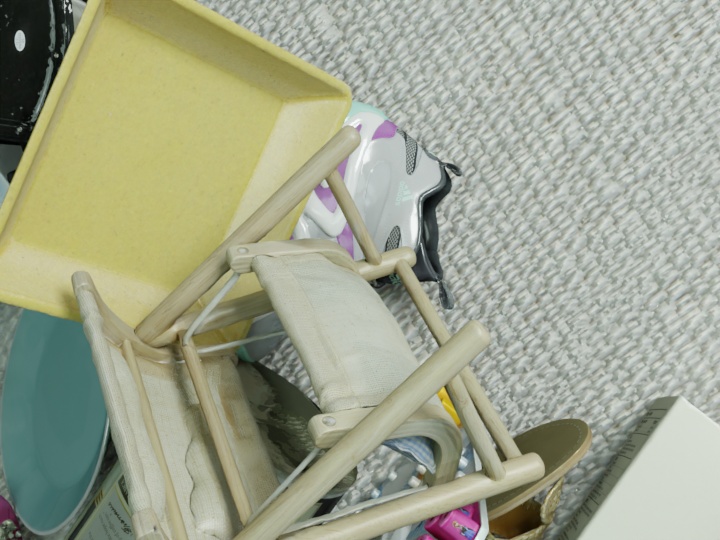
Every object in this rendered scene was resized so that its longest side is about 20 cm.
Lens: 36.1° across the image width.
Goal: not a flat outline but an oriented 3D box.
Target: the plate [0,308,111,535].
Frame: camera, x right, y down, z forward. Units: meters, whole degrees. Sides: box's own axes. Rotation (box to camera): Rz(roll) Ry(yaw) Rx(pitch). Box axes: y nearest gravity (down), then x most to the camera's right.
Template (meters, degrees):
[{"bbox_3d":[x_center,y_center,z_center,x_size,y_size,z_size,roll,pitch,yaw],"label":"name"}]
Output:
[{"bbox_3d":[-0.221,0.094,0.826,0.199,0.025,0.204,-14,72,50],"label":"plate"}]

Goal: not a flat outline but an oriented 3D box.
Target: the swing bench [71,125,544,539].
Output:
[{"bbox_3d":[-0.038,0.058,0.614,0.198,0.131,0.200,-29,44,0],"label":"swing bench"}]

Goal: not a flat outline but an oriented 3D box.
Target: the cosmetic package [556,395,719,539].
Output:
[{"bbox_3d":[0.161,0.180,0.685,0.073,0.104,0.201,37,90,11],"label":"cosmetic package"}]

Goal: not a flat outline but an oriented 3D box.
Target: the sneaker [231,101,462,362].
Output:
[{"bbox_3d":[0.000,0.000,0.764,0.139,0.078,0.202,31,102,15],"label":"sneaker"}]

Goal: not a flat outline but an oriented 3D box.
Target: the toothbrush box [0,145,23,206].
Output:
[{"bbox_3d":[-0.334,-0.043,0.860,0.199,0.085,0.147,-41,81,19],"label":"toothbrush box"}]

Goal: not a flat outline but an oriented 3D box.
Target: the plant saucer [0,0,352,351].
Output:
[{"bbox_3d":[-0.123,-0.062,0.685,0.048,0.198,0.202,32,99,46],"label":"plant saucer"}]

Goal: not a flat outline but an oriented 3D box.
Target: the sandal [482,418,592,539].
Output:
[{"bbox_3d":[0.088,0.180,0.759,0.210,0.078,0.070,-35,102,22],"label":"sandal"}]

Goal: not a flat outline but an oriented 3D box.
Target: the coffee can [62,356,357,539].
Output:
[{"bbox_3d":[-0.115,0.177,0.773,0.146,0.146,0.201,39,103,12],"label":"coffee can"}]

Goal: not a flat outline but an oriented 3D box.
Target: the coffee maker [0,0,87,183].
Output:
[{"bbox_3d":[-0.228,-0.151,0.766,0.191,0.200,0.136,33,100,13],"label":"coffee maker"}]

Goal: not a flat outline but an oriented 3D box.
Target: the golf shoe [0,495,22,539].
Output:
[{"bbox_3d":[-0.323,0.249,0.870,0.091,0.075,0.203,31,116,26],"label":"golf shoe"}]

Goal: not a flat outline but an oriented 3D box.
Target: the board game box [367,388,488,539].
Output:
[{"bbox_3d":[0.003,0.182,0.709,0.026,0.200,0.200,39,104,-8],"label":"board game box"}]
